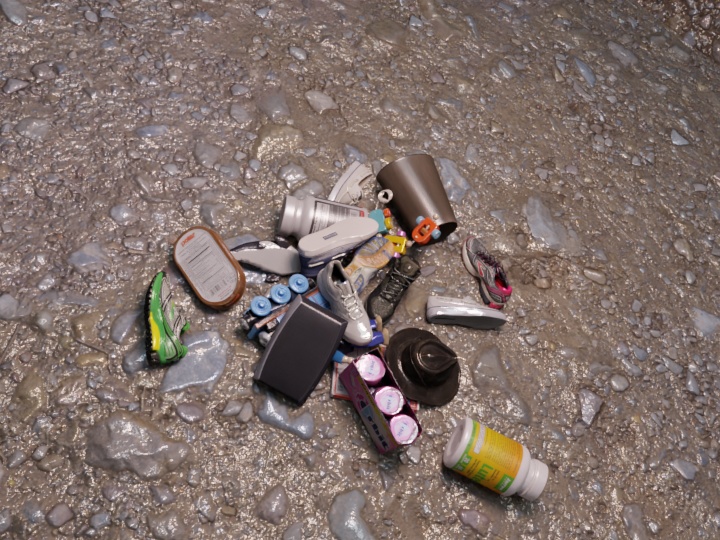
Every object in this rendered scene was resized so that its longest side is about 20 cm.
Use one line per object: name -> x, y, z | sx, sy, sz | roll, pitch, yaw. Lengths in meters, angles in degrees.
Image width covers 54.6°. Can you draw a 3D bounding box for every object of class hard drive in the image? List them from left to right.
hard drive -> -0.124, 0.165, 1.442 | 0.134, 0.042, 0.201 | 29, 89, -1

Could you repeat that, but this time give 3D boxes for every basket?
basket -> 0.157, -0.177, 1.786 | 0.180, 0.136, 0.201 | -9, 66, -39

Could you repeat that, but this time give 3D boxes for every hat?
hat -> 0.159, 0.198, 1.547 | 0.200, 0.081, 0.202 | 18, 52, -24

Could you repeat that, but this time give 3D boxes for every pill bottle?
pill bottle -> -0.090, -0.112, 1.659 | 0.199, 0.116, 0.116 | 12, 55, -12
pill bottle -> 0.284, 0.400, 1.460 | 0.199, 0.111, 0.111 | 27, 53, -1

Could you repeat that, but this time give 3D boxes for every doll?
doll -> -0.040, 0.154, 1.516 | 0.199, 0.049, 0.137 | -11, 46, -18

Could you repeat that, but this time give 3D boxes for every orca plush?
orca plush -> -0.223, -0.028, 1.605 | 0.199, 0.071, 0.106 | -9, 106, -14

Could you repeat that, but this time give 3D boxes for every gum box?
gum box -> 0.041, 0.274, 1.435 | 0.066, 0.114, 0.201 | -24, 76, -25

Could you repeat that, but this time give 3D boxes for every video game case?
video game case -> 0.035, 0.228, 1.540 | 0.199, 0.017, 0.144 | 13, 54, -12

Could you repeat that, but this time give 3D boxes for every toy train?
toy train -> -0.162, 0.091, 1.519 | 0.200, 0.087, 0.114 | -32, 79, -34
toy train -> 0.101, -0.105, 1.715 | 0.200, 0.056, 0.150 | 40, 88, 31

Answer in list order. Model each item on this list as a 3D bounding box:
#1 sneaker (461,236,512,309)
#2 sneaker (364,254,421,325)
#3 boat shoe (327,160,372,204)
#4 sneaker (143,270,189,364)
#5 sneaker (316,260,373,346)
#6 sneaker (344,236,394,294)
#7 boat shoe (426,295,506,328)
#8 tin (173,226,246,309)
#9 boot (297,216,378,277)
sneaker -> 0.327, -0.005, 1.767 | 0.080, 0.075, 0.201 | -12, 62, -27
sneaker -> 0.077, 0.036, 1.625 | 0.076, 0.114, 0.200 | 34, 55, 6
boat shoe -> -0.026, -0.201, 1.773 | 0.070, 0.071, 0.200 | 30, 46, 4
sneaker -> -0.400, 0.097, 1.441 | 0.085, 0.078, 0.201 | 1, 66, -27
sneaker -> -0.033, 0.069, 1.488 | 0.074, 0.087, 0.201 | -24, 73, -22
sneaker -> 0.000, 0.000, 1.631 | 0.075, 0.088, 0.200 | 42, 61, 8
boat shoe -> 0.255, 0.091, 1.676 | 0.199, 0.074, 0.067 | 7, 58, -15
tin -> -0.328, -0.008, 1.516 | 0.112, 0.042, 0.200 | -37, 73, -2
boot -> -0.052, -0.053, 1.591 | 0.199, 0.091, 0.073 | -18, 48, -20
